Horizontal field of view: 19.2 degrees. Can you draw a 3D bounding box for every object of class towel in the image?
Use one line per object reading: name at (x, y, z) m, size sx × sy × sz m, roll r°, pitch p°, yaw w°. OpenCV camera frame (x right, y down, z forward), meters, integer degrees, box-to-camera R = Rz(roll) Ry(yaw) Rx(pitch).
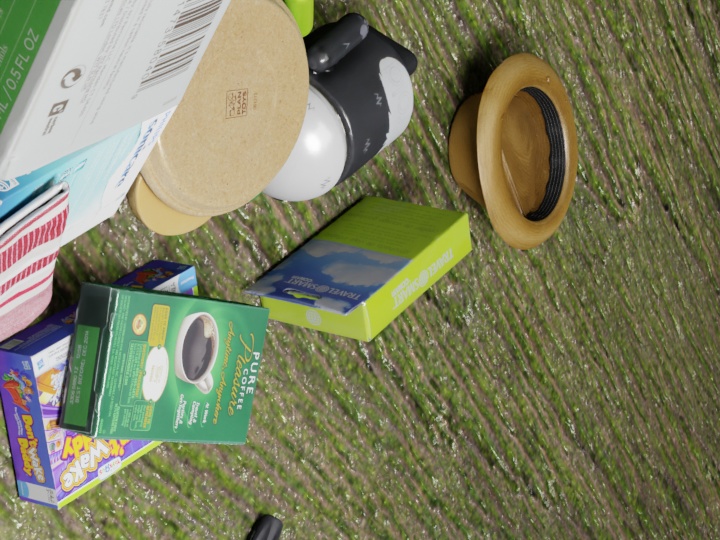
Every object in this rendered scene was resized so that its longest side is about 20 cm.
towel at (-0.269, 0.021, 1.532) m, size 0.144 × 0.023 × 0.200 m, roll -41°, pitch 171°, yaw -25°

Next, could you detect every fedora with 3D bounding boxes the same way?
fedora at (0.147, -0.120, 2.171) m, size 0.200 × 0.082 × 0.201 m, roll -6°, pitch 98°, yaw -52°

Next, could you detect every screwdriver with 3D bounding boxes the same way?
screwdriver at (-0.123, 0.311, 1.941) m, size 0.200 × 0.029 × 0.028 m, roll -60°, pitch 141°, yaw -21°

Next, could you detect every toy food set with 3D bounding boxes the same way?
toy food set at (-0.113, -0.136, 1.696) m, size 0.198 × 0.049 × 0.200 m, roll -32°, pitch 126°, yaw -38°

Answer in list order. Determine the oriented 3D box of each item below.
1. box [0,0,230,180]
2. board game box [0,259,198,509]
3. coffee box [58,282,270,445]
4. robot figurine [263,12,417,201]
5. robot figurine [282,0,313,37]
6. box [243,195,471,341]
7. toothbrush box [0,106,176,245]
box at (-0.204, -0.208, 1.445) m, size 0.200 × 0.171 × 0.199 m, roll -30°, pitch 158°, yaw -48°
board game box at (-0.207, 0.090, 1.748) m, size 0.200 × 0.045 × 0.135 m, roll -32°, pitch 123°, yaw -47°
coffee box at (-0.157, 0.078, 1.737) m, size 0.200 × 0.044 × 0.123 m, roll 7°, pitch 92°, yaw -55°
robot figurine at (-0.034, -0.144, 1.874) m, size 0.200 × 0.125 × 0.150 m, roll -41°, pitch 119°, yaw -43°
robot figurine at (-0.038, -0.287, 1.762) m, size 0.116 × 0.200 × 0.176 m, roll 47°, pitch 57°, yaw -48°
box at (0.000, 0.000, 1.954) m, size 0.200 × 0.122 × 0.048 m, roll -40°, pitch 130°, yaw -43°
toothbrush box at (-0.245, -0.073, 1.559) m, size 0.200 × 0.085 × 0.146 m, roll -35°, pitch 167°, yaw -44°
